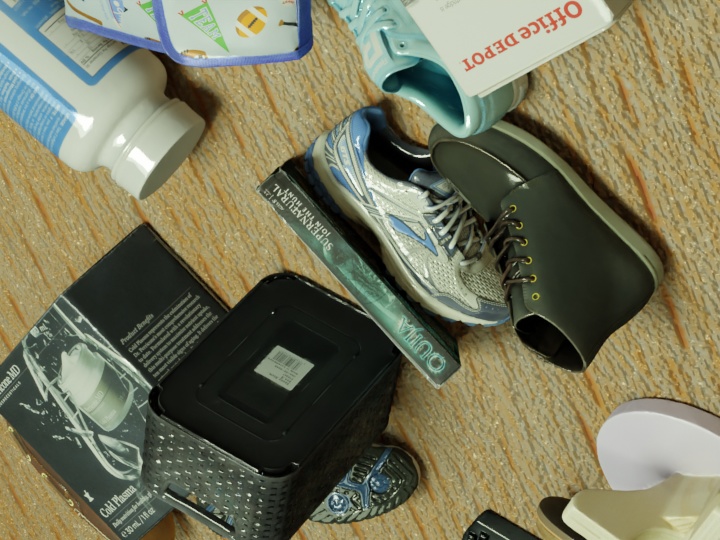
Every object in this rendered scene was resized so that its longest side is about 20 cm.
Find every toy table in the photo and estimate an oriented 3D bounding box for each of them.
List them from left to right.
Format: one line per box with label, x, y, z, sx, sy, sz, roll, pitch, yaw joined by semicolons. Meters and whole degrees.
toy table;0.246;0.198;1.590;0.199;0.117;0.184;27;132;15

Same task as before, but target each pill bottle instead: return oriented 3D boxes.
pill bottle;-0.224;-0.149;1.689;0.200;0.112;0.112;41;138;5

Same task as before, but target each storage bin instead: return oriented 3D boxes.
storage bin;-0.069;0.109;1.706;0.135;0.200;0.094;28;136;18

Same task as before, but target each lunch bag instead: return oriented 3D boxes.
lunch bag;-0.125;-0.243;1.523;0.199;0.124;0.171;19;133;30

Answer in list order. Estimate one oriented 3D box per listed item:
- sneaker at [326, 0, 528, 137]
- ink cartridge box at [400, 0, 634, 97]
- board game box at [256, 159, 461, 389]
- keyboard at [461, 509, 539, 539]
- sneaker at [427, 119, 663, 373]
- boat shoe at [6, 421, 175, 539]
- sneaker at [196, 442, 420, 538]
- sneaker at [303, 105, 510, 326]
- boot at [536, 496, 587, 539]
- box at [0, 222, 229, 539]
sneaker;0.024;-0.170;1.502;0.200;0.082;0.074;38;137;7
ink cartridge box;0.080;-0.234;1.405;0.146;0.084;0.200;-24;106;46
board game box;0.000;0.000;1.631;0.028;0.135;0.200;-42;93;5
keyboard;0.167;0.268;1.770;0.199;0.040;0.104;29;136;16
sneaker;0.112;-0.023;1.522;0.200;0.106;0.075;38;149;6
boat shoe;-0.254;0.193;2.016;0.200;0.070;0.070;52;131;4
sneaker;-0.041;0.176;1.839;0.199;0.077;0.076;-8;102;21
sneaker;0.049;-0.041;1.593;0.200;0.077;0.085;42;131;0
boot;0.210;0.258;1.692;0.200;0.074;0.076;37;120;5
box;-0.193;0.102;1.858;0.197;0.124;0.200;47;138;0
